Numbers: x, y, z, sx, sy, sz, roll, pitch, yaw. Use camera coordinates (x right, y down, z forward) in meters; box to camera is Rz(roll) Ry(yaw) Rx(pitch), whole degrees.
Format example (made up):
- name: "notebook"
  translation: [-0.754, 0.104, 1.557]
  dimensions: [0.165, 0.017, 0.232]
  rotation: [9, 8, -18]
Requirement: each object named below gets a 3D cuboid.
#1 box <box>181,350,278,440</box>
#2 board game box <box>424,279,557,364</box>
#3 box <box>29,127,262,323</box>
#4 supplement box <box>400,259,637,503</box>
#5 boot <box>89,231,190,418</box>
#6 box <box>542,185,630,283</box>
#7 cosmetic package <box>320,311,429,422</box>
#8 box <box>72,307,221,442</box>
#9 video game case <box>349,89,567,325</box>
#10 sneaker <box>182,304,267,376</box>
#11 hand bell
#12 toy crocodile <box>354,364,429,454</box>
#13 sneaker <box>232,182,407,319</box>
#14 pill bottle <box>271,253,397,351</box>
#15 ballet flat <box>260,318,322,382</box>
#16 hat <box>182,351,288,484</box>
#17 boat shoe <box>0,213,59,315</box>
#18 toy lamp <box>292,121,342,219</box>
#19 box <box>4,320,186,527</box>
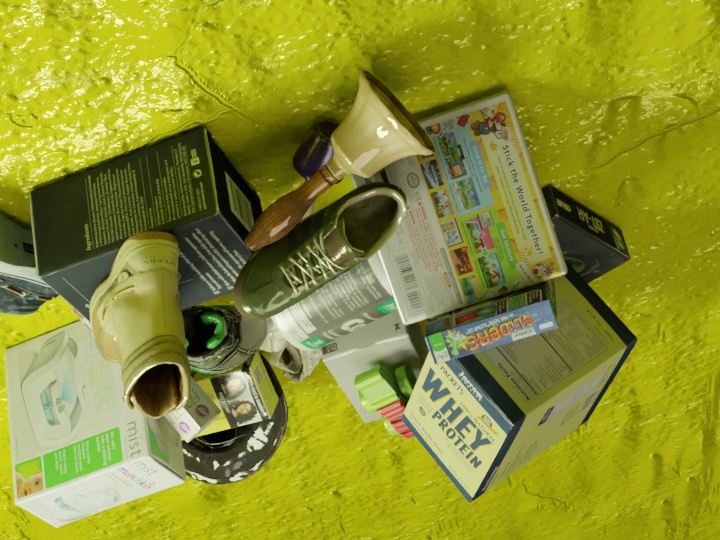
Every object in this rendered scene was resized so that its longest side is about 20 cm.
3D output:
- name: "box"
  translation: [-0.203, 0.156, 1.869]
  dimensions: [0.199, 0.050, 0.076]
  rotation: [-14, 111, 17]
- name: "board game box"
  translation: [0.141, 0.032, 1.688]
  dimensions: [0.134, 0.200, 0.035]
  rotation: [-18, 106, 12]
- name: "box"
  translation: [-0.210, -0.036, 1.596]
  dimensions: [0.199, 0.108, 0.149]
  rotation: [-19, 149, 10]
- name: "supplement box"
  translation: [0.179, 0.127, 1.814]
  dimensions: [0.199, 0.134, 0.200]
  rotation: [-30, 157, -28]
- name: "boot"
  translation: [-0.212, 0.078, 1.524]
  dimensions: [0.072, 0.156, 0.200]
  rotation: [3, 146, -24]
- name: "box"
  translation: [0.190, -0.010, 1.843]
  dimensions: [0.199, 0.044, 0.160]
  rotation: [-31, 144, 28]
- name: "cosmetic package"
  translation: [0.023, 0.104, 1.937]
  dimensions: [0.112, 0.082, 0.200]
  rotation: [-16, 148, 6]
- name: "box"
  translation: [-0.236, 0.098, 1.736]
  dimensions: [0.041, 0.200, 0.039]
  rotation: [-36, 173, -44]
- name: "video game case"
  translation: [0.097, -0.062, 1.617]
  dimensions: [0.181, 0.201, 0.023]
  rotation: [-18, -167, 10]
- name: "sneaker"
  translation: [-0.163, 0.075, 1.710]
  dimensions: [0.085, 0.079, 0.199]
  rotation: [-15, 177, 34]
- name: "hand bell"
  translation: [-0.035, -0.087, 1.520]
  dimensions: [0.200, 0.104, 0.104]
  rotation: [-42, 142, 11]
- name: "toy crocodile"
  translation: [0.049, 0.168, 1.911]
  dimensions: [0.067, 0.062, 0.200]
  rotation: [-22, 148, 13]
- name: "sneaker"
  translation: [-0.035, -0.024, 1.542]
  dimensions: [0.200, 0.067, 0.090]
  rotation: [-37, -169, -14]
- name: "pill bottle"
  translation: [0.000, 0.000, 1.723]
  dimensions: [0.199, 0.114, 0.113]
  rotation: [-27, 146, 24]
- name: "ballet flat"
  translation: [-0.090, 0.078, 1.850]
  dimensions: [0.071, 0.072, 0.200]
  rotation: [-17, 150, 8]
- name: "hat"
  translation: [-0.171, 0.158, 1.936]
  dimensions: [0.199, 0.081, 0.202]
  rotation: [5, 112, 11]
- name: "boat shoe"
  translation: [-0.379, -0.005, 1.620]
  dimensions: [0.091, 0.071, 0.200]
  rotation: [-33, 146, 24]
- name: "toy lamp"
  translation: [-0.059, -0.063, 1.622]
  dimensions: [0.058, 0.058, 0.201]
  rotation: [3, 128, -24]
- name: "box"
  translation: [-0.304, 0.166, 1.803]
  dimensions: [0.175, 0.201, 0.097]
  rotation: [-20, 148, 15]
